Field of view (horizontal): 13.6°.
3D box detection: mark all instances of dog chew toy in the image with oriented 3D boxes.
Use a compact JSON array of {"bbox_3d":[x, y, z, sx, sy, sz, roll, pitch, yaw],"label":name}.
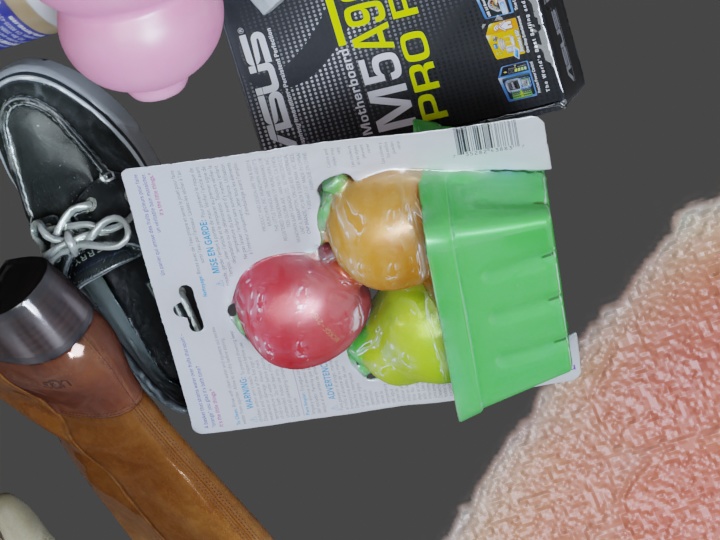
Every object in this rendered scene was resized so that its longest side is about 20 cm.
[{"bbox_3d":[-0.115,-0.172,1.370,0.124,0.125,0.201,-4,117,18],"label":"dog chew toy"}]

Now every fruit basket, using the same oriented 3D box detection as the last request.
[{"bbox_3d":[0.000,0.000,1.451,0.199,0.094,0.186,-4,135,9],"label":"fruit basket"}]

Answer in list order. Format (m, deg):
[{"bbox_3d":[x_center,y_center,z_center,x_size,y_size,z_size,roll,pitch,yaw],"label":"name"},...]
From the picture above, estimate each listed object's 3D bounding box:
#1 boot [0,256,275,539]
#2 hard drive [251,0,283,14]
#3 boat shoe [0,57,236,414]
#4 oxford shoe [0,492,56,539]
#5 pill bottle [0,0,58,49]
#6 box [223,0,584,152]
[{"bbox_3d":[-0.151,0.075,1.561,0.188,0.069,0.200,-6,131,48],"label":"boot"},{"bbox_3d":[-0.064,-0.236,1.403,0.132,0.027,0.200,-39,93,29],"label":"hard drive"},{"bbox_3d":[-0.131,-0.015,1.525,0.073,0.068,0.200,-26,98,22],"label":"boat shoe"},{"bbox_3d":[-0.123,0.184,1.599,0.074,0.071,0.200,-44,92,0],"label":"oxford shoe"},{"bbox_3d":[-0.232,-0.153,1.486,0.199,0.116,0.116,-14,103,21],"label":"pill bottle"},{"bbox_3d":[0.005,-0.159,1.450,0.159,0.044,0.201,-12,103,19],"label":"box"}]
